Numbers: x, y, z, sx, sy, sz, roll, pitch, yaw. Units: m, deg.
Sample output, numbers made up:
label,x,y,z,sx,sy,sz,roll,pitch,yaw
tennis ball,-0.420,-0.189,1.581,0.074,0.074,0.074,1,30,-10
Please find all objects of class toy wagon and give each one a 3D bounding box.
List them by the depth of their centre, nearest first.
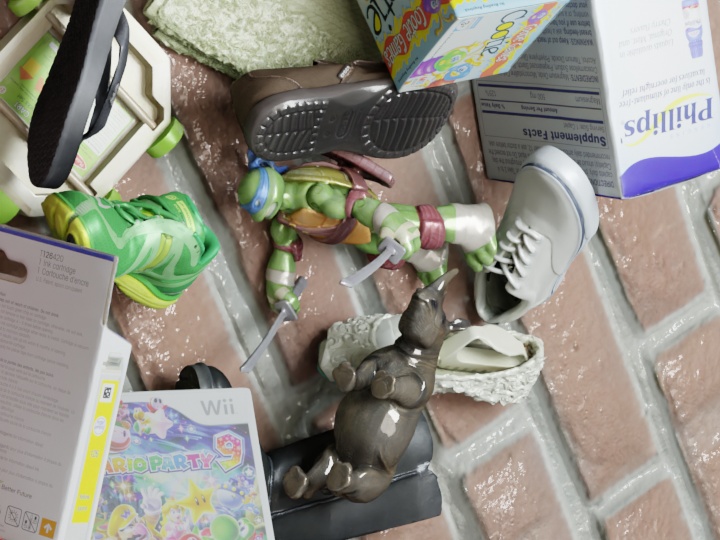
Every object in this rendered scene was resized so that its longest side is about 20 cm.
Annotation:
label,x,y,z,sx,sy,sz,roll,pitch,yaw
toy wagon,-0.224,-0.102,1.498,0.200,0.040,0.155,-49,115,-13

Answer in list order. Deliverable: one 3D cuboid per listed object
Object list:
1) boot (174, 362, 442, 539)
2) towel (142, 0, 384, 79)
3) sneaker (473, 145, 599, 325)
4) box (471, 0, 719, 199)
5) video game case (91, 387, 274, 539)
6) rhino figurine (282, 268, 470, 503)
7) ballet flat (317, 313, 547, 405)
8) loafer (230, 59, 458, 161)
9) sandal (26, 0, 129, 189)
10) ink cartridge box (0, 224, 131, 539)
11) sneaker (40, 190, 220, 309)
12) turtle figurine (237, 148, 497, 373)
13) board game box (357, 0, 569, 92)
label,x,y,z,sx,sy,sz,roll,pitch,yaw
boot,-0.037,0.132,1.614,0.199,0.066,0.166,-11,108,-24
towel,-0.054,-0.202,1.577,0.199,0.036,0.149,26,85,-29
sneaker,0.130,-0.017,1.622,0.073,0.200,0.071,37,64,18
box,0.172,-0.168,1.620,0.104,0.184,0.201,-16,105,-27
video game case,-0.130,0.179,1.473,0.142,0.018,0.201,-1,66,-22
rhino figurine,0.021,0.085,1.554,0.087,0.060,0.201,13,106,-61
ballet flat,0.061,0.060,1.653,0.199,0.072,0.072,7,94,-33
loafer,-0.012,-0.129,1.550,0.199,0.071,0.073,-4,133,-42
sandal,-0.177,-0.148,1.449,0.043,0.076,0.201,20,88,-27
ink cartridge box,-0.248,0.070,1.427,0.047,0.197,0.201,14,91,-60
sneaker,-0.157,-0.029,1.473,0.083,0.200,0.074,-38,74,8
turtle figurine,0.000,0.000,1.577,0.193,0.201,0.144,6,129,-33
board game box,0.049,-0.246,1.531,0.102,0.105,0.201,-14,71,-32
